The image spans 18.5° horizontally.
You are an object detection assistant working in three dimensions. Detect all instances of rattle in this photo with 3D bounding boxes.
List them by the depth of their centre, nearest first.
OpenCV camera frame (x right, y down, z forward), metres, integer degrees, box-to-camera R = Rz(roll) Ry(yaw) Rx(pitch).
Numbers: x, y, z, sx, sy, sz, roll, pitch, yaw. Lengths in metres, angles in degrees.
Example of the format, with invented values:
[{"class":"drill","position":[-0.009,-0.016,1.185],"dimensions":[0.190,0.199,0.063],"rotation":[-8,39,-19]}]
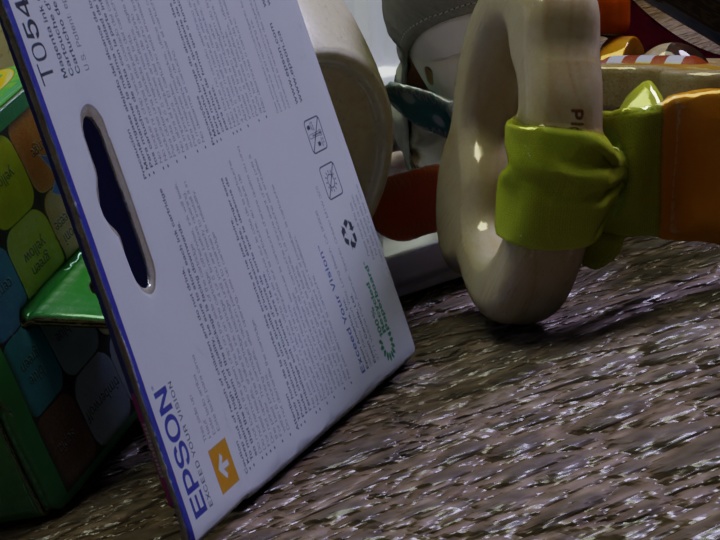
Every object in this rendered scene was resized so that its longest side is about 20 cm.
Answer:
[{"class":"rattle","position":[0.089,-0.043,0.826],"dimensions":[0.142,0.131,0.200],"rotation":[-15,-9,-12]}]

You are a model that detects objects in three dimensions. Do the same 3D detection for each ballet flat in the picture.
[{"class":"ballet flat","position":[0.046,-0.085,0.920],"dimensions":[0.067,0.064,0.200],"rotation":[-16,-17,-5]}]

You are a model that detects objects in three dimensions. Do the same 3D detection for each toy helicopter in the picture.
[{"class":"toy helicopter","position":[0.139,-0.072,0.899],"dimensions":[0.131,0.080,0.200],"rotation":[2,7,-3]}]

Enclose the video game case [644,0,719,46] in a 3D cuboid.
[{"class":"video game case","position":[0.161,-0.173,1.165],"dimensions":[0.022,0.199,0.182],"rotation":[-60,3,-6]}]

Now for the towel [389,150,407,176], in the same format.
[{"class":"towel","position":[-0.026,-0.031,1.088],"dimensions":[0.190,0.033,0.199],"rotation":[-15,3,-42]}]

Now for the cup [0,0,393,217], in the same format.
[{"class":"cup","position":[-0.070,-0.061,0.875],"dimensions":[0.199,0.202,0.143],"rotation":[-24,37,-38]}]

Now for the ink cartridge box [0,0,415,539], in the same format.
[{"class":"ink cartridge box","position":[-0.060,-0.034,0.699],"dimensions":[0.043,0.198,0.200],"rotation":[-15,8,25]}]

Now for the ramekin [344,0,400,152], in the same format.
[{"class":"ramekin","position":[0.021,-0.111,1.141],"dimensions":[0.199,0.099,0.200],"rotation":[-2,-7,0]}]

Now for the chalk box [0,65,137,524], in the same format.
[{"class":"chalk box","position":[-0.148,0.011,0.776],"dimensions":[0.199,0.125,0.125],"rotation":[-14,21,26]}]

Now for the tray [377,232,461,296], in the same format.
[{"class":"tray","position":[0.000,0.000,0.955],"dimensions":[0.198,0.022,0.107],"rotation":[-18,9,-1]}]

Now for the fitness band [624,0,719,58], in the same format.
[{"class":"fitness band","position":[0.167,-0.140,1.131],"dimensions":[0.038,0.143,0.200],"rotation":[-59,19,-7]}]
